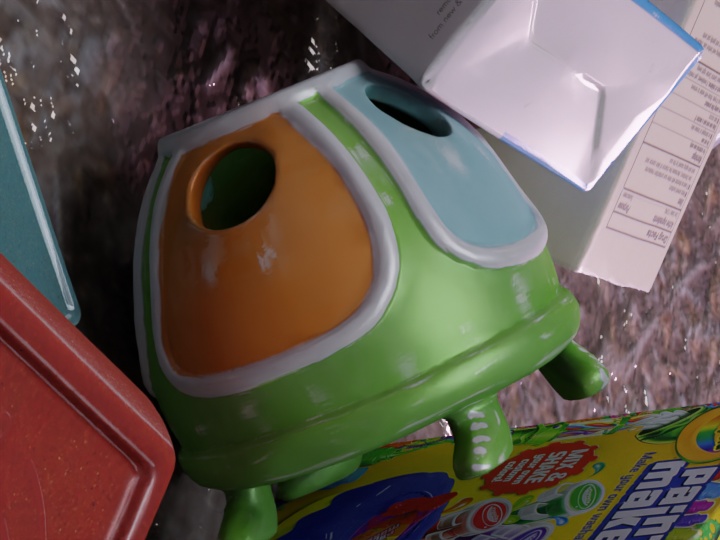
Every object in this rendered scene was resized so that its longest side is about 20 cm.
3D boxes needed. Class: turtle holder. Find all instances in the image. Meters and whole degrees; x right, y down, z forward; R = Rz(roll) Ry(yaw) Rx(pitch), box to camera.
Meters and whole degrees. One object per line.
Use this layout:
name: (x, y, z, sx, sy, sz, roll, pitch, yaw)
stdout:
turtle holder: (0.005, -0.001, 0.956, 0.185, 0.141, 0.132, -26, 95, -43)

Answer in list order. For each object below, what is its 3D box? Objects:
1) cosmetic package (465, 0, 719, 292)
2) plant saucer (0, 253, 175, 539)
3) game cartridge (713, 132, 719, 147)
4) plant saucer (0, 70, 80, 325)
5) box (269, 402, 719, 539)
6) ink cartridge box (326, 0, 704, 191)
cosmetic package: (0.098, -0.102, 1.090, 0.200, 0.087, 0.103, -67, 159, 3)
plant saucer: (-0.124, 0.082, 0.760, 0.200, 0.037, 0.200, 50, 56, -52)
game cartridge: (0.099, -0.125, 1.177, 0.133, 0.040, 0.200, -41, 122, -18)
plant saucer: (-0.132, -0.060, 0.869, 0.070, 0.019, 0.200, -37, 115, -54)
box: (0.041, 0.143, 0.930, 0.200, 0.193, 0.122, -40, 116, -55)
ink cartridge box: (0.011, -0.122, 1.010, 0.068, 0.200, 0.116, -51, 143, 8)
